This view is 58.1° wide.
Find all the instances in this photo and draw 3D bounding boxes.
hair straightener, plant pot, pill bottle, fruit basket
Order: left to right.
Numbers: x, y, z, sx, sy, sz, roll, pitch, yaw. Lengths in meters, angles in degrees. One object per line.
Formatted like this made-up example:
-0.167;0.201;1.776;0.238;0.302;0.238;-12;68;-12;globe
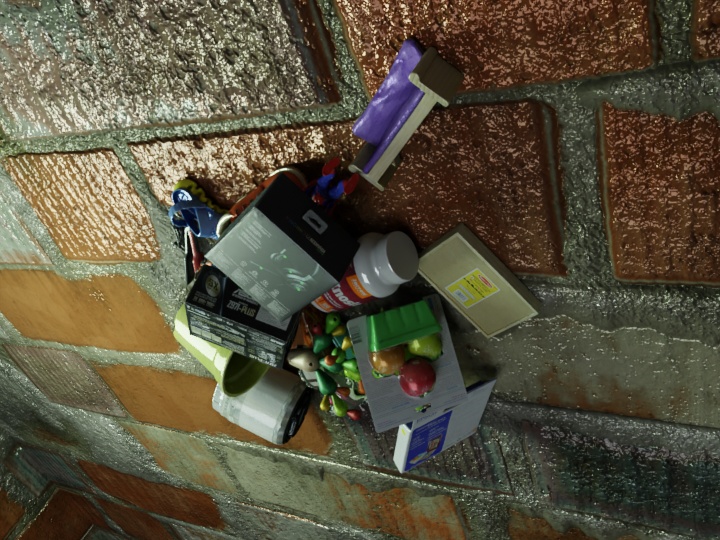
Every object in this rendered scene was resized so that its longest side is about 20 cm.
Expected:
-0.375;-0.048;1.368;0.076;0.041;0.202;15;136;18;hair straightener
-0.298;0.141;1.409;0.183;0.200;0.202;28;140;21;plant pot
0.000;0.000;1.134;0.198;0.113;0.113;-20;118;42;pill bottle
0.083;0.161;1.152;0.094;0.183;0.203;177;77;-74;fruit basket

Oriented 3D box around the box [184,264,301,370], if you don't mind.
-0.218;0.092;1.220;0.197;0.087;0.164;21;152;0;box

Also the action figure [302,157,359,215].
-0.069;-0.112;1.040;0.065;0.099;0.200;41;170;-8;action figure

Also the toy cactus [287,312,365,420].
-0.069;0.177;1.200;0.163;0.102;0.203;3;116;34;toy cactus

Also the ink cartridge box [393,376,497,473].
0.161;0.289;1.262;0.047;0.195;0.202;50;149;37;ink cartridge box

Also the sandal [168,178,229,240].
-0.289;-0.087;1.244;0.198;0.087;0.080;32;128;-3;sandal

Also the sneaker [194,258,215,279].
-0.246;0.000;1.326;0.198;0.076;0.078;-8;146;35;sneaker

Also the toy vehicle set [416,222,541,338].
0.195;0.023;1.103;0.200;0.027;0.124;43;137;-12;toy vehicle set

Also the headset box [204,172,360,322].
-0.123;-0.034;1.034;0.174;0.093;0.199;41;139;-13;headset box

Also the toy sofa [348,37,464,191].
0.050;-0.218;0.921;0.097;0.083;0.200;35;138;-5;toy sofa

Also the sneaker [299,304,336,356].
-0.096;0.151;1.365;0.076;0.073;0.202;-1;129;27;sneaker

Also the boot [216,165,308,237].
-0.174;-0.110;1.141;0.199;0.107;0.075;-27;104;40;boot

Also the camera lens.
-0.224;0.300;1.518;0.198;0.161;0.161;23;138;10;camera lens

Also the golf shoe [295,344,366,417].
-0.061;0.212;1.327;0.087;0.078;0.201;-24;125;18;golf shoe

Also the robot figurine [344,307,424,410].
0.057;0.177;1.243;0.174;0.116;0.202;-28;91;17;robot figurine

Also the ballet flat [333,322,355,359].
0.007;0.170;1.339;0.070;0.068;0.201;-25;117;16;ballet flat
